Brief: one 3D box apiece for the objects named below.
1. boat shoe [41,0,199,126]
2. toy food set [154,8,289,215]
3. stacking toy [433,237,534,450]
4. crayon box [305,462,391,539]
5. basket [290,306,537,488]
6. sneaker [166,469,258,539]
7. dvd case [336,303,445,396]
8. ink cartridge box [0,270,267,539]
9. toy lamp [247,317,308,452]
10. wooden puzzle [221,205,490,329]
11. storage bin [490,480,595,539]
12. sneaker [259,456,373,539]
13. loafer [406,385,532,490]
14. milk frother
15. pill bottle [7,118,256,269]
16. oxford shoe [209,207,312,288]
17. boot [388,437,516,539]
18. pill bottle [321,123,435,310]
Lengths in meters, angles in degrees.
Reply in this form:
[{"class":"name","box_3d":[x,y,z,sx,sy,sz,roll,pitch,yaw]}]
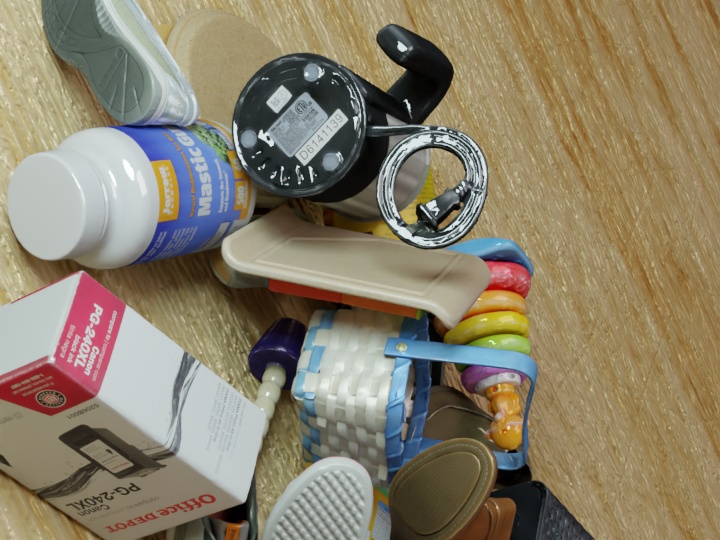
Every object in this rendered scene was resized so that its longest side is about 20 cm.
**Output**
[{"class":"boat shoe","box_3d":[-0.200,-0.190,1.328,0.065,0.075,0.202,9,35,-49]},{"class":"toy food set","box_3d":[-0.117,-0.144,1.487,0.200,0.048,0.199,-34,101,-56]},{"class":"stacking toy","box_3d":[0.127,0.080,1.568,0.110,0.115,0.201,46,29,-62]},{"class":"crayon box","box_3d":[0.002,0.226,1.448,0.126,0.051,0.201,44,42,-31]},{"class":"basket","box_3d":[0.047,0.107,1.363,0.177,0.198,0.140,90,15,-55]},{"class":"sneaker","box_3d":[-0.116,0.231,1.235,0.074,0.079,0.202,7,79,-31]},{"class":"dvd case","box_3d":[0.035,0.032,1.621,0.150,0.025,0.201,37,45,-37]},{"class":"ink cartridge box","box_3d":[-0.188,0.106,1.170,0.200,0.145,0.084,42,42,-33]},{"class":"toy lamp","box_3d":[-0.085,0.123,1.380,0.058,0.058,0.201,47,39,-28]},{"class":"wooden puzzle","box_3d":[0.000,0.000,1.353,0.185,0.199,0.038,-40,144,-71]},{"class":"storage bin","box_3d":[0.130,0.310,1.502,0.094,0.135,0.201,46,40,-29]},{"class":"sneaker","box_3d":[-0.047,0.214,1.279,0.075,0.201,0.105,17,23,-8]},{"class":"loafer","box_3d":[0.109,0.169,1.588,0.199,0.076,0.067,23,12,-47]},{"class":"milk frother","box_3d":[0.021,-0.086,1.361,0.201,0.180,0.188,65,16,12]},{"class":"pill bottle","box_3d":[-0.183,-0.061,1.296,0.200,0.112,0.113,-14,84,-56]},{"class":"oxford shoe","box_3d":[-0.080,-0.015,1.467,0.076,0.057,0.200,66,19,9]},{"class":"boot","box_3d":[0.090,0.212,1.367,0.155,0.201,0.077,-1,38,-46]},{"class":"pill bottle","box_3d":[0.018,-0.056,1.523,0.109,0.109,0.202,-3,84,-54]}]
